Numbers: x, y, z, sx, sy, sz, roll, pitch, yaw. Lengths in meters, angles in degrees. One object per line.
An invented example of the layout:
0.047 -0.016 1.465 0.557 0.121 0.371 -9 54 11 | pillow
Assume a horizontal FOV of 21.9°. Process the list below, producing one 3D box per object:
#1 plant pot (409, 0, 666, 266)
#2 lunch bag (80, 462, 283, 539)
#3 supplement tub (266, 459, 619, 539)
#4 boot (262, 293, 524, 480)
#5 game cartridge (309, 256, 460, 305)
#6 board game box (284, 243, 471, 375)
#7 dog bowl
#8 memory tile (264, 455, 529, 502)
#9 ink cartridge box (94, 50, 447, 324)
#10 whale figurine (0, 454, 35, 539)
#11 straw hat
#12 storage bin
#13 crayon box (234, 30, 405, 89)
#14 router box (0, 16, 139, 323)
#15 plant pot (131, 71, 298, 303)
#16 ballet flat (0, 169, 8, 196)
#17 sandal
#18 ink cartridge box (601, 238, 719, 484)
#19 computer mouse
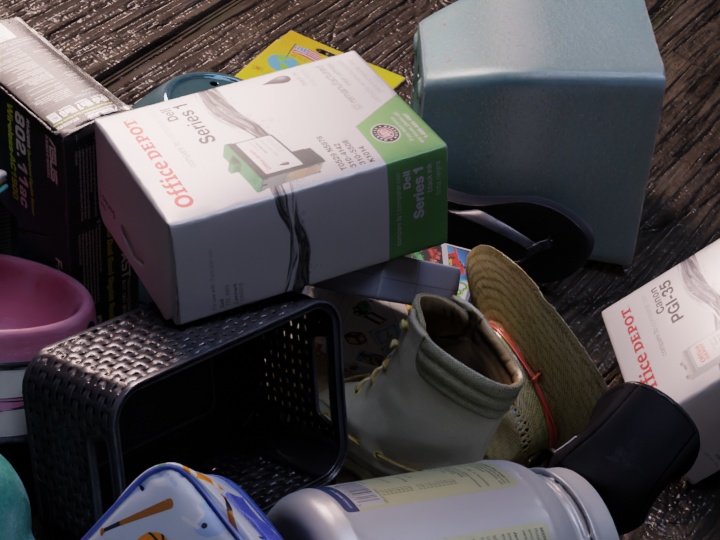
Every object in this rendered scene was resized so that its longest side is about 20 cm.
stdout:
0.143 -0.138 1.638 0.200 0.196 0.196 2 36 -4 | plant pot
-0.087 0.216 1.060 0.200 0.160 0.076 47 5 29 | lunch bag
0.049 0.196 1.158 0.200 0.145 0.145 -5 40 -28 | supplement tub
0.020 0.073 1.281 0.072 0.155 0.200 -21 50 -42 | boot
0.000 0.000 1.350 0.133 0.041 0.200 16 2 16 | game cartridge
0.017 0.033 1.465 0.126 0.035 0.200 15 34 6 | board game box
-0.267 0.045 1.259 0.200 0.074 0.200 9 18 -3 | dog bowl
0.029 0.154 1.323 0.200 0.017 0.153 11 35 -7 | memory tile
-0.062 -0.059 1.245 0.200 0.084 0.146 -17 40 -21 | ink cartridge box
-0.253 0.175 1.103 0.159 0.104 0.200 2 39 -20 | whale figurine
0.098 0.089 1.326 0.085 0.201 0.201 -30 51 -16 | straw hat
-0.111 0.096 1.220 0.094 0.135 0.200 17 30 41 | storage bin
-0.054 -0.139 1.670 0.127 0.051 0.200 25 36 12 | crayon box
-0.228 -0.061 1.352 0.062 0.200 0.150 -27 48 -32 | router box
-0.123 -0.077 1.482 0.200 0.135 0.200 11 35 -8 | plant pot
-0.305 -0.050 1.334 0.069 0.200 0.069 4 78 -20 | ballet flat
0.096 -0.030 1.564 0.200 0.076 0.043 12 31 13 | sandal
0.297 0.048 1.413 0.083 0.200 0.147 46 20 -32 | ink cartridge box
0.175 0.163 1.219 0.140 0.200 0.046 44 53 5 | computer mouse
